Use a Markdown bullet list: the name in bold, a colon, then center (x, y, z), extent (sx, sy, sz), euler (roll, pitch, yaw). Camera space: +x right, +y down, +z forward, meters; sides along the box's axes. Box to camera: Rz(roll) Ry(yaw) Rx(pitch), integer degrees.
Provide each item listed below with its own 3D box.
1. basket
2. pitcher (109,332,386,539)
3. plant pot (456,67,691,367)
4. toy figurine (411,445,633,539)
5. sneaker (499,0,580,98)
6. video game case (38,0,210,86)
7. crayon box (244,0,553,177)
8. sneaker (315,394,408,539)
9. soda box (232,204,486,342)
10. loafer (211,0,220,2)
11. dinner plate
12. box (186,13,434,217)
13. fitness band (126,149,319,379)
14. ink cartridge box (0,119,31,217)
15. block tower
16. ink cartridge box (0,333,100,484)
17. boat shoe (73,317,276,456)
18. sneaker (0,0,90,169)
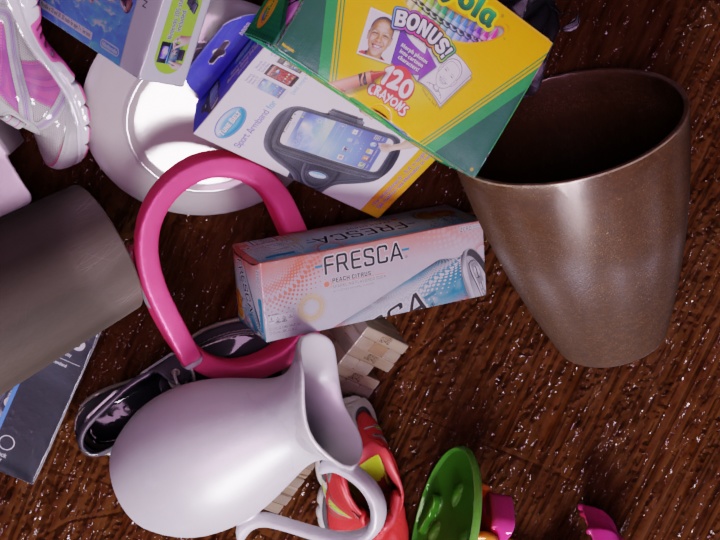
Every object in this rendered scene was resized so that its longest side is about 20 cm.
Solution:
- **basket**: center (-0.284, 0.027, 1.262), extent (0.200, 0.180, 0.136), euler (-30, 99, -21)
- **pitcher**: center (-0.088, 0.161, 1.287), extent (0.200, 0.121, 0.172), euler (-24, 92, 23)
- **plant pot**: center (0.184, -0.029, 1.283), extent (0.186, 0.187, 0.200), euler (-15, 119, 4)
- **toy figurine**: center (0.143, 0.261, 1.398), extent (0.184, 0.150, 0.200), euler (15, 129, -15)
- **sneaker**: center (0.080, -0.166, 1.278), extent (0.200, 0.076, 0.114), euler (-41, 103, 13)
- **video game case**: center (-0.174, -0.257, 1.195), extent (0.045, 0.200, 0.182), euler (5, 111, -44)
- **crayon box**: center (0.031, -0.168, 1.163), extent (0.200, 0.058, 0.119), euler (30, 92, -32)
- **sneaker**: center (0.004, 0.199, 1.363), extent (0.077, 0.085, 0.200), euler (-25, 132, -10)
- **soda box**: center (0.000, 0.000, 1.299), extent (0.199, 0.064, 0.069), euler (-11, 109, -22)
- **loafer**: center (-0.131, -0.245, 1.262), extent (0.069, 0.075, 0.200), euler (13, 116, -16)
- **dinner plate**: center (-0.122, -0.123, 1.285), extent (0.199, 0.024, 0.201), euler (-5, 125, -8)
- **box**: center (-0.035, -0.122, 1.247), extent (0.200, 0.042, 0.119), euler (22, 134, -27)
- **fitness band**: center (-0.106, 0.000, 1.302), extent (0.143, 0.037, 0.200), euler (-29, 116, -13)
- **ink cartridge box**: center (-0.354, -0.124, 1.293), extent (0.116, 0.068, 0.200), euler (-26, 104, 7)
- **block tower**: center (-0.046, 0.117, 1.368), extent (0.058, 0.054, 0.200), euler (27, 107, -40)
- **ink cartridge box**: center (-0.284, 0.076, 1.371), extent (0.099, 0.039, 0.200), euler (23, 105, -7)
- **boat shoe**: center (-0.153, 0.105, 1.367), extent (0.200, 0.063, 0.073), euler (-26, 103, 6)
- **sneaker**: center (-0.277, -0.154, 1.239), extent (0.088, 0.081, 0.200), euler (-34, 128, -16)
